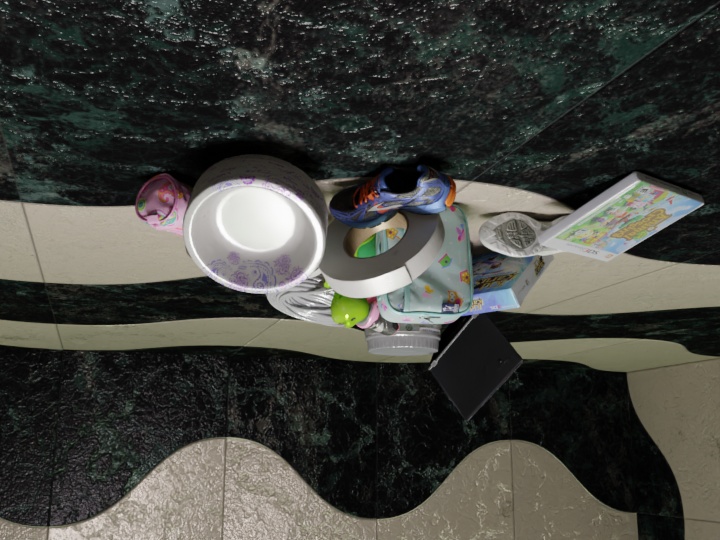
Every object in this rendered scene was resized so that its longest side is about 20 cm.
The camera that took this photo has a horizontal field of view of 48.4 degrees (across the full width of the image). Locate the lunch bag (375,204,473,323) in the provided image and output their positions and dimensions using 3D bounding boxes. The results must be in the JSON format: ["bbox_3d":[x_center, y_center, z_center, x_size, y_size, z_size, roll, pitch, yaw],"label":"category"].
[{"bbox_3d":[0.099,-0.010,1.307,0.159,0.202,0.077,3,165,-15],"label":"lunch bag"}]

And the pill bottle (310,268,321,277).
[{"bbox_3d":[-0.108,-0.054,1.316,0.112,0.114,0.200,-2,166,8],"label":"pill bottle"}]

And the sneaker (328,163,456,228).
[{"bbox_3d":[0.037,-0.118,1.168,0.198,0.076,0.078,-12,149,28],"label":"sneaker"}]

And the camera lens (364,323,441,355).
[{"bbox_3d":[0.086,0.065,1.634,0.158,0.202,0.160,0,167,0],"label":"camera lens"}]

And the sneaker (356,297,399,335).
[{"bbox_3d":[0.049,0.035,1.499,0.095,0.201,0.079,29,144,-23],"label":"sneaker"}]

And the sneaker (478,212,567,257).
[{"bbox_3d":[0.297,-0.053,1.406,0.198,0.079,0.099,3,170,-9],"label":"sneaker"}]

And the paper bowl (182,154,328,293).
[{"bbox_3d":[-0.145,-0.074,1.136,0.198,0.105,0.202,2,130,2],"label":"paper bowl"}]

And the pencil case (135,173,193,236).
[{"bbox_3d":[-0.260,-0.084,1.256,0.087,0.088,0.200,-5,165,23],"label":"pencil case"}]

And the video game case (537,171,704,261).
[{"bbox_3d":[0.415,-0.080,1.281,0.181,0.022,0.200,10,146,-36],"label":"video game case"}]

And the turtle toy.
[{"bbox_3d":[0.000,0.000,1.397,0.101,0.201,0.146,30,174,6],"label":"turtle toy"}]

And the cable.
[{"bbox_3d":[-0.087,0.046,1.566,0.198,0.070,0.200,5,157,19],"label":"cable"}]

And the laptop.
[{"bbox_3d":[0.234,0.154,1.598,0.115,0.200,0.188,35,121,-2],"label":"laptop"}]

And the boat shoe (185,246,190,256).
[{"bbox_3d":[-0.232,-0.031,1.506,0.198,0.075,0.073,6,166,-19],"label":"boat shoe"}]

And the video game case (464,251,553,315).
[{"bbox_3d":[0.251,0.019,1.557,0.199,0.046,0.181,-12,-157,41],"label":"video game case"}]

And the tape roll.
[{"bbox_3d":[0.029,-0.043,1.201,0.201,0.204,0.037,-6,132,26],"label":"tape roll"}]
